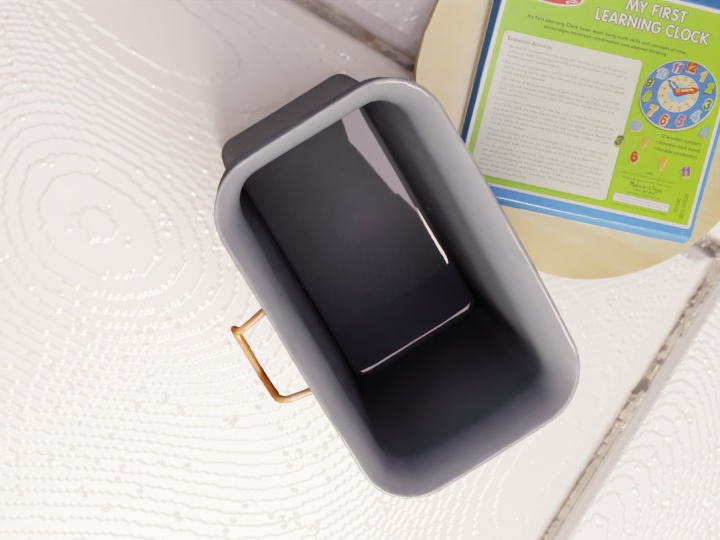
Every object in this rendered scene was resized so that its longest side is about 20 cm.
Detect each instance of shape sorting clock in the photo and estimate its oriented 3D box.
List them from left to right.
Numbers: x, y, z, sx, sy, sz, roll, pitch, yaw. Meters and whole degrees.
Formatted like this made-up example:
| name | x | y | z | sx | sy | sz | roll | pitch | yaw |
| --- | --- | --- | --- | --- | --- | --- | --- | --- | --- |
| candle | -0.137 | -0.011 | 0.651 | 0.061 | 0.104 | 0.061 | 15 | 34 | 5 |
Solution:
| name | x | y | z | sx | sy | sz | roll | pitch | yaw |
| --- | --- | --- | --- | --- | --- | --- | --- | --- | --- |
| shape sorting clock | 0.124 | -0.095 | 1.353 | 0.199 | 0.039 | 0.201 | -3 | 105 | -10 |

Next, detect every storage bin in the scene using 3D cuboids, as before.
| name | x | y | z | sx | sy | sz | roll | pitch | yaw |
| --- | --- | --- | --- | --- | --- | --- | --- | --- | --- |
| storage bin | 0.000 | 0.000 | 1.303 | 0.145 | 0.134 | 0.201 | -32 | 108 | -2 |
